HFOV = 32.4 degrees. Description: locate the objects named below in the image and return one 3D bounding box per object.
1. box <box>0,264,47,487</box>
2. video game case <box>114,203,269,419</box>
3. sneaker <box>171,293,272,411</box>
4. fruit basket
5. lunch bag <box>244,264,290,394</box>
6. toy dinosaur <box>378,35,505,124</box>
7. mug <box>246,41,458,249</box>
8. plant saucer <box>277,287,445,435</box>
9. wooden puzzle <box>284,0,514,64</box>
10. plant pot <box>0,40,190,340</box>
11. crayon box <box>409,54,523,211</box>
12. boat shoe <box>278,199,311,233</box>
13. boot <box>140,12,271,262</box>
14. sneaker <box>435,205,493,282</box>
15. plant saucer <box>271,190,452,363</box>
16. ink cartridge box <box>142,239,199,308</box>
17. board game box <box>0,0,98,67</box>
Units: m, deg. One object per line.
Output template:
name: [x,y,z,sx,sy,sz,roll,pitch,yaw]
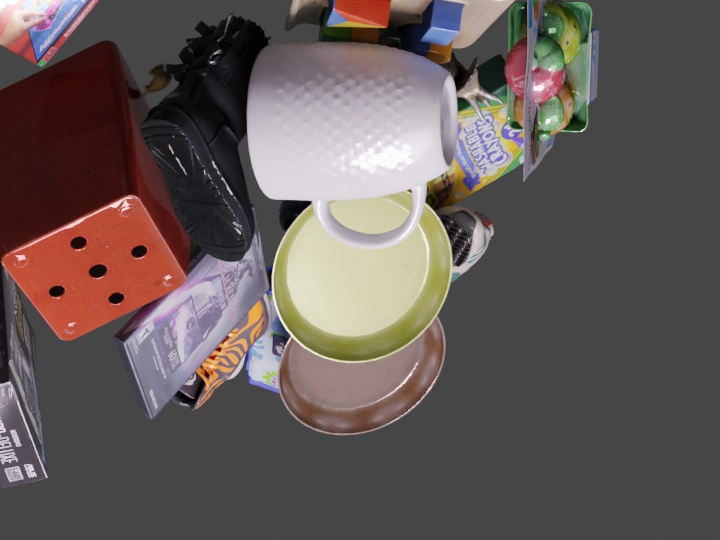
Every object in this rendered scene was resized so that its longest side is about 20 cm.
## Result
box: [-0.366,0.092,1.259,0.049,0.201,0.159,-12,137,-9]
video game case: [-0.166,0.041,1.265,0.200,0.019,0.143,-49,154,-27]
sneaker: [-0.168,0.093,1.414,0.112,0.077,0.201,-49,167,-44]
fruit basket: [0.190,-0.199,1.250,0.093,0.200,0.187,3,105,12]
lunch bag: [-0.037,0.068,1.482,0.198,0.128,0.171,0,132,-9]
toy dinosaur: [0.046,-0.205,1.256,0.198,0.103,0.077,-7,135,-24]
mug: [0.001,-0.116,1.173,0.174,0.148,0.202,1,112,16]
plant saucer: [-0.001,0.098,1.406,0.198,0.032,0.202,-9,124,-13]
wooden puzzle: [0.033,-0.231,1.147,0.198,0.047,0.185,3,176,-8]
plant pot: [-0.267,-0.058,1.179,0.199,0.177,0.200,-26,140,-3]
crayon box: [0.097,-0.137,1.392,0.199,0.052,0.126,-30,139,3]
boat shoe: [-0.001,-0.019,1.383,0.198,0.069,0.085,16,114,-5]
boot: [-0.126,-0.130,1.189,0.073,0.163,0.199,4,137,28]
sneaker: [0.117,-0.045,1.450,0.093,0.070,0.200,-45,171,-19]
plant saucer: [0.000,0.000,1.314,0.198,0.031,0.202,-5,111,-14]
ink cartridge box: [-0.189,0.032,1.343,0.048,0.146,0.201,15,134,10]
board game box: [-0.261,-0.275,1.081,0.200,0.020,0.103,-45,135,18]
